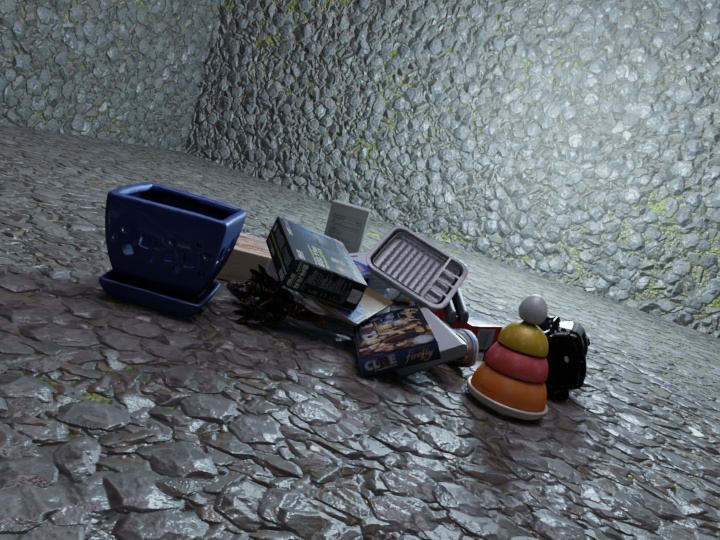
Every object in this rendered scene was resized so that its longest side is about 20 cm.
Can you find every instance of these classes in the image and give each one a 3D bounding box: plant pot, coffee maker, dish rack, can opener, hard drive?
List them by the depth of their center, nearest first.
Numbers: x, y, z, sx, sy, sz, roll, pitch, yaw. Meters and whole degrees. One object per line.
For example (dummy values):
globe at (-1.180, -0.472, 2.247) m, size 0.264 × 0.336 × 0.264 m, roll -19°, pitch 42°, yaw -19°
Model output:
plant pot at (-0.325, -0.036, 1.084) m, size 0.198 × 0.182 × 0.200 m, roll 16°, pitch 10°, yaw -4°
hard drive at (0.101, 0.129, 1.173) m, size 0.131 × 0.027 × 0.200 m, roll -17°, pitch 19°, yaw -10°
coffee maker at (0.366, 0.160, 1.283) m, size 0.190 × 0.136 × 0.200 m, roll 20°, pitch 11°, yaw 18°
dish rack at (0.119, 0.000, 1.357) m, size 0.199 × 0.044 × 0.172 m, roll 33°, pitch 47°, yaw 10°
can opener at (0.199, 0.069, 1.395) m, size 0.053 × 0.068 × 0.201 m, roll 1°, pitch 29°, yaw -3°

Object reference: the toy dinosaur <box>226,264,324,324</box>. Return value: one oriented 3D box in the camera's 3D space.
toy dinosaur at (-0.160, 0.052, 1.155) m, size 0.198 × 0.103 × 0.136 m, roll -3°, pitch -12°, yaw 16°

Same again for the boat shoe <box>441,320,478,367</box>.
boat shoe at (0.162, 0.144, 1.249) m, size 0.072 × 0.073 × 0.200 m, roll 7°, pitch 4°, yaw -21°

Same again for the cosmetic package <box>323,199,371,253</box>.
cosmetic package at (-0.046, -0.075, 1.637) m, size 0.104 × 0.202 × 0.071 m, roll 17°, pitch 11°, yaw 3°

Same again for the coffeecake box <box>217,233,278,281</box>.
coffeecake box at (-0.242, -0.024, 1.429) m, size 0.152 × 0.074 × 0.200 m, roll 14°, pitch 11°, yaw -14°

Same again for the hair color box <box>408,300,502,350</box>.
hair color box at (0.214, 0.117, 1.453) m, size 0.110 × 0.065 × 0.199 m, roll 5°, pitch 15°, yaw -42°

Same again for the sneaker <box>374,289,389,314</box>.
sneaker at (0.021, 0.074, 1.400) m, size 0.087 × 0.076 × 0.200 m, roll 1°, pitch 9°, yaw 1°

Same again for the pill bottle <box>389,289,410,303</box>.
pill bottle at (0.148, 0.032, 1.639) m, size 0.198 × 0.114 × 0.113 m, roll 10°, pitch 13°, yaw -31°

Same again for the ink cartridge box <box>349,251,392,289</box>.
ink cartridge box at (0.000, 0.000, 1.442) m, size 0.196 × 0.044 × 0.200 m, roll -5°, pitch 17°, yaw -24°

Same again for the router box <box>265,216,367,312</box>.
router box at (-0.087, -0.015, 1.175) m, size 0.149 × 0.063 × 0.200 m, roll 20°, pitch 19°, yaw -26°

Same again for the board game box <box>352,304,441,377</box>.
board game box at (0.057, 0.120, 1.111) m, size 0.134 × 0.035 × 0.200 m, roll -14°, pitch 14°, yaw -1°

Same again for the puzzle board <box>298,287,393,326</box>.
puzzle board at (-0.034, 0.049, 1.210) m, size 0.150 × 0.018 × 0.200 m, roll 31°, pitch 19°, yaw 15°

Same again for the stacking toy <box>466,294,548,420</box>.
stacking toy at (0.277, 0.139, 1.073) m, size 0.145 × 0.202 × 0.146 m, roll 16°, pitch 11°, yaw -3°
